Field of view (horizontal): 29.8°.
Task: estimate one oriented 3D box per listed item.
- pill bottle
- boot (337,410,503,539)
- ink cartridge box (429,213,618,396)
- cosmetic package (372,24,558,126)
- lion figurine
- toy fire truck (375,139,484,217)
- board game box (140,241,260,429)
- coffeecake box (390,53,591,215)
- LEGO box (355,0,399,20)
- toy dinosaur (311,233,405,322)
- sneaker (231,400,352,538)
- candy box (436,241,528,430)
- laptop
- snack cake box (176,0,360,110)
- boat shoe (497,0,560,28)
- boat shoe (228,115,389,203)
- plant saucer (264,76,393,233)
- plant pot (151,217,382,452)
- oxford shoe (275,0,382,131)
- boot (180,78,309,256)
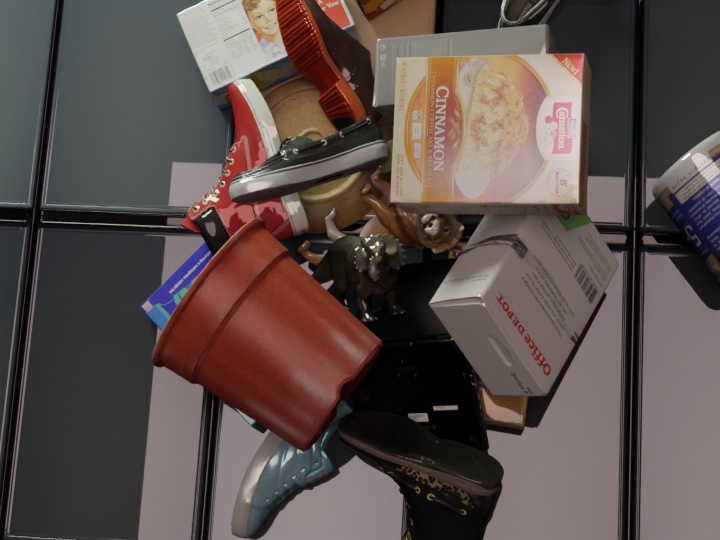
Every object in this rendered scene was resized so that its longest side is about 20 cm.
[{"bbox_3d":[0.436,-0.049,1.538,0.119,0.120,0.201,-35,76,-2],"label":"pill bottle"},{"bbox_3d":[0.059,0.250,1.505,0.198,0.073,0.153,17,121,22],"label":"boot"},{"bbox_3d":[0.180,0.015,1.467,0.146,0.083,0.201,53,54,-25],"label":"ink cartridge box"},{"bbox_3d":[0.122,-0.213,1.516,0.197,0.107,0.092,1,80,19],"label":"cosmetic package"},{"bbox_3d":[0.022,-0.036,1.593,0.123,0.073,0.199,45,126,-10],"label":"lion figurine"},{"bbox_3d":[0.131,-0.129,1.600,0.198,0.128,0.178,-24,70,21],"label":"toy fire truck"},{"bbox_3d":[-0.140,0.063,1.611,0.200,0.045,0.152,44,85,12],"label":"board game box"},{"bbox_3d":[0.137,-0.140,1.410,0.197,0.073,0.156,1,84,16],"label":"coffeecake box"},{"bbox_3d":[0.051,-0.433,1.681,0.199,0.077,0.150,-32,76,-2],"label":"LEGO box"},{"bbox_3d":[0.000,0.000,1.538,0.076,0.199,0.104,-10,102,-26],"label":"toy dinosaur"},{"bbox_3d":[-0.076,0.225,1.554,0.081,0.074,0.202,26,82,15],"label":"sneaker"},{"bbox_3d":[0.147,0.075,1.573,0.114,0.055,0.203,7,78,10],"label":"candy box"},{"bbox_3d":[0.079,0.097,1.549,0.175,0.103,0.203,-7,96,38],"label":"laptop"},{"bbox_3d":[-0.113,-0.298,1.675,0.198,0.067,0.116,-24,75,0],"label":"snack cake box"},{"bbox_3d":[0.230,-0.366,1.651,0.071,0.071,0.202,24,81,10],"label":"boat shoe"},{"bbox_3d":[-0.062,-0.126,1.544,0.198,0.069,0.057,-18,84,-21],"label":"boat shoe"},{"bbox_3d":[-0.056,-0.148,1.652,0.197,0.035,0.204,-1,78,6],"label":"plant saucer"},{"bbox_3d":[-0.092,0.081,1.487,0.194,0.201,0.202,36,83,5],"label":"plant pot"},{"bbox_3d":[-0.035,-0.261,1.613,0.072,0.071,0.202,-32,100,-32],"label":"oxford shoe"},{"bbox_3d":[-0.157,-0.118,1.597,0.142,0.072,0.203,-18,80,-4],"label":"boot"}]
